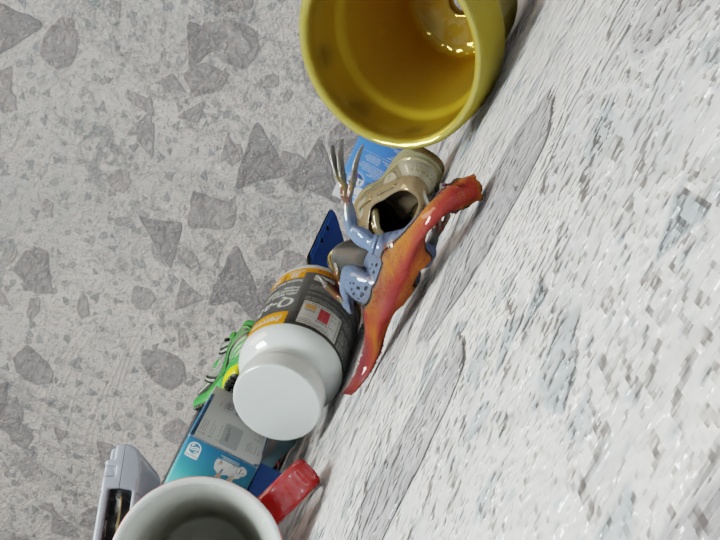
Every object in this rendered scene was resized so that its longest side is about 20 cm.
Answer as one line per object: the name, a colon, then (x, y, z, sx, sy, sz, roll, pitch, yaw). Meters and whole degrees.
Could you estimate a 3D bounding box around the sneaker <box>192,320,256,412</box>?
sneaker: (-0.154, 0.131, 1.119, 0.200, 0.077, 0.086, -43, 39, 48)

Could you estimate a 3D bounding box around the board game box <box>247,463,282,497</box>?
board game box: (-0.146, 0.324, 1.021, 0.202, 0.045, 0.152, -64, 4, -15)

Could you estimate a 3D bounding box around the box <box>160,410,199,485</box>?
box: (-0.217, 0.305, 1.397, 0.202, 0.147, 0.104, -64, 3, -20)

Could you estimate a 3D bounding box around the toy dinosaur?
toy dinosaur: (0.040, -0.005, 0.685, 0.181, 0.104, 0.203, 171, 88, -71)

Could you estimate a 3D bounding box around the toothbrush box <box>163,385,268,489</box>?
toothbrush box: (-0.182, 0.255, 0.999, 0.147, 0.085, 0.202, -81, 16, -76)

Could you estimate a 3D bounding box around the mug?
mug: (-0.114, 0.249, 0.754, 0.200, 0.175, 0.135, 114, 144, -70)

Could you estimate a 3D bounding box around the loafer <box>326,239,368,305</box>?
loafer: (0.000, 0.000, 0.938, 0.073, 0.072, 0.200, -63, 4, -8)

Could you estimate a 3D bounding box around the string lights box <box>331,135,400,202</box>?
string lights box: (0.039, -0.198, 1.503, 0.202, 0.102, 0.059, -63, 4, 8)

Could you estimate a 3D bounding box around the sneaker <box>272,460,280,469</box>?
sneaker: (-0.140, 0.218, 1.261, 0.202, 0.095, 0.079, -65, 4, -14)

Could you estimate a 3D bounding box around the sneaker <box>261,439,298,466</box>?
sneaker: (-0.151, 0.248, 1.183, 0.199, 0.081, 0.075, -31, 61, 41)

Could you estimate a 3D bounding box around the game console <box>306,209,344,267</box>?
game console: (-0.070, 0.038, 1.255, 0.171, 0.118, 0.200, -43, 11, 23)

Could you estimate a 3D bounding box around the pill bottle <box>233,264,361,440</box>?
pill bottle: (-0.069, 0.087, 0.980, 0.117, 0.115, 0.201, -62, 4, 29)

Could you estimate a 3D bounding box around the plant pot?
plant pot: (0.068, -0.252, 0.899, 0.189, 0.200, 0.202, -45, -11, -46)

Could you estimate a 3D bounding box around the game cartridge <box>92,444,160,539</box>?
game cartridge: (-0.214, 0.269, 0.795, 0.134, 0.040, 0.202, 110, 165, -67)

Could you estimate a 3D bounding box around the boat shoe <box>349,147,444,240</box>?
boat shoe: (0.027, -0.060, 0.984, 0.065, 0.071, 0.200, -65, 5, -32)
